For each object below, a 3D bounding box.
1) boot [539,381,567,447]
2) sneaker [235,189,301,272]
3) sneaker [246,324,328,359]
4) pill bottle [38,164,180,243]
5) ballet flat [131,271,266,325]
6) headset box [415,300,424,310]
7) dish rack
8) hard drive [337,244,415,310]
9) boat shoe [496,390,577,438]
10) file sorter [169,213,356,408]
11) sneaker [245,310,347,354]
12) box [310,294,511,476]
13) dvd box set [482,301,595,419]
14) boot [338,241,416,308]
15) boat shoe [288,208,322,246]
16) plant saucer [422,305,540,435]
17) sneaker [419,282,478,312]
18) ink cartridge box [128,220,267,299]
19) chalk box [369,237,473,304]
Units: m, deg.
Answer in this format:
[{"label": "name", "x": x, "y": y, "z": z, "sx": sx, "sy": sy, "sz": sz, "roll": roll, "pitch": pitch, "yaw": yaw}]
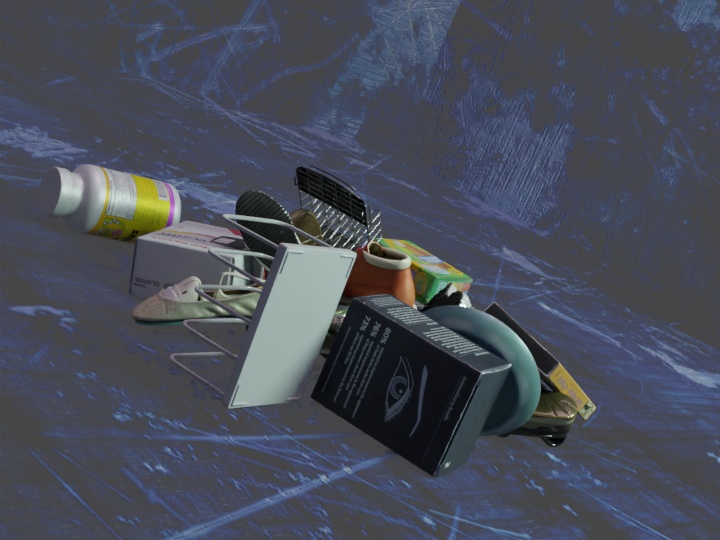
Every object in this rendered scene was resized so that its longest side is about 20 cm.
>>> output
[{"label": "boot", "x": 0.225, "y": 0.171, "z": 1.629, "sx": 0.200, "sy": 0.070, "sz": 0.132, "roll": 35, "pitch": 11, "yaw": -7}, {"label": "sneaker", "x": -0.114, "y": -0.026, "z": 1.521, "sx": 0.200, "sy": 0.074, "sz": 0.088, "roll": 55, "pitch": -13, "yaw": -19}, {"label": "sneaker", "x": -0.065, "y": 0.075, "z": 1.572, "sx": 0.199, "sy": 0.067, "sz": 0.090, "roll": 18, "pitch": 18, "yaw": -8}, {"label": "pill bottle", "x": -0.380, "y": -0.100, "z": 1.656, "sx": 0.199, "sy": 0.105, "sz": 0.104, "roll": 12, "pitch": 17, "yaw": -41}, {"label": "ballet flat", "x": -0.195, "y": 0.033, "z": 1.406, "sx": 0.199, "sy": 0.063, "sz": 0.067, "roll": -2, "pitch": 14, "yaw": -19}, {"label": "headset box", "x": 0.059, "y": 0.090, "z": 1.721, "sx": 0.200, "sy": 0.077, "sz": 0.149, "roll": 29, "pitch": 14, "yaw": 30}, {"label": "dish rack", "x": -0.027, "y": -0.072, "z": 1.609, "sx": 0.153, "sy": 0.200, "sz": 0.055, "roll": 29, "pitch": 57, "yaw": 28}, {"label": "hard drive", "x": 0.002, "y": 0.015, "z": 1.688, "sx": 0.131, "sy": 0.025, "sz": 0.200, "roll": 6, "pitch": 27, "yaw": -17}, {"label": "boat shoe", "x": 0.201, "y": 0.203, "z": 1.538, "sx": 0.200, "sy": 0.066, "sz": 0.072, "roll": 5, "pitch": 32, "yaw": 6}, {"label": "file sorter", "x": -0.122, "y": 0.043, "z": 1.309, "sx": 0.124, "sy": 0.201, "sz": 0.139, "roll": 29, "pitch": 13, "yaw": 31}, {"label": "sneaker", "x": -0.053, "y": 0.074, "z": 1.462, "sx": 0.199, "sy": 0.077, "sz": 0.089, "roll": 3, "pitch": -24, "yaw": -20}, {"label": "box", "x": 0.062, "y": 0.139, "z": 1.364, "sx": 0.200, "sy": 0.148, "sz": 0.104, "roll": 31, "pitch": 15, "yaw": 24}, {"label": "dvd box set", "x": 0.264, "y": 0.135, "z": 1.606, "sx": 0.146, "sy": 0.029, "sz": 0.200, "roll": 46, "pitch": 1, "yaw": 37}, {"label": "boot", "x": 0.000, "y": 0.000, "z": 1.555, "sx": 0.200, "sy": 0.108, "sz": 0.075, "roll": 19, "pitch": 32, "yaw": 39}, {"label": "boat shoe", "x": -0.103, "y": -0.016, "z": 1.638, "sx": 0.073, "sy": 0.201, "sz": 0.063, "roll": -27, "pitch": 50, "yaw": -31}, {"label": "plant saucer", "x": 0.137, "y": 0.139, "z": 1.435, "sx": 0.200, "sy": 0.201, "sz": 0.027, "roll": 27, "pitch": 38, "yaw": 16}, {"label": "sneaker", "x": 0.137, "y": 0.072, "z": 1.612, "sx": 0.079, "sy": 0.074, "sz": 0.200, "roll": 45, "pitch": 1, "yaw": -9}, {"label": "ink cartridge box", "x": -0.219, "y": -0.008, "z": 1.545, "sx": 0.145, "sy": 0.083, "sz": 0.200, "roll": 11, "pitch": 11, "yaw": 8}, {"label": "chalk box", "x": 0.101, "y": 0.041, "z": 1.883, "sx": 0.200, "sy": 0.124, "sz": 0.124, "roll": 31, "pitch": 15, "yaw": 31}]
